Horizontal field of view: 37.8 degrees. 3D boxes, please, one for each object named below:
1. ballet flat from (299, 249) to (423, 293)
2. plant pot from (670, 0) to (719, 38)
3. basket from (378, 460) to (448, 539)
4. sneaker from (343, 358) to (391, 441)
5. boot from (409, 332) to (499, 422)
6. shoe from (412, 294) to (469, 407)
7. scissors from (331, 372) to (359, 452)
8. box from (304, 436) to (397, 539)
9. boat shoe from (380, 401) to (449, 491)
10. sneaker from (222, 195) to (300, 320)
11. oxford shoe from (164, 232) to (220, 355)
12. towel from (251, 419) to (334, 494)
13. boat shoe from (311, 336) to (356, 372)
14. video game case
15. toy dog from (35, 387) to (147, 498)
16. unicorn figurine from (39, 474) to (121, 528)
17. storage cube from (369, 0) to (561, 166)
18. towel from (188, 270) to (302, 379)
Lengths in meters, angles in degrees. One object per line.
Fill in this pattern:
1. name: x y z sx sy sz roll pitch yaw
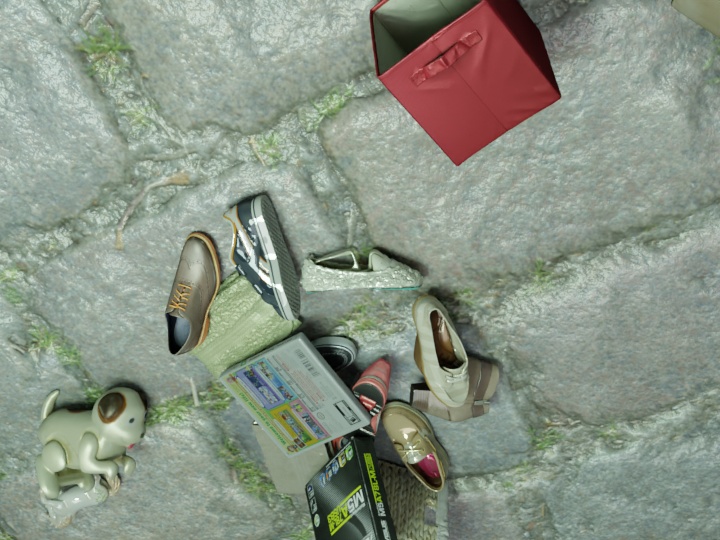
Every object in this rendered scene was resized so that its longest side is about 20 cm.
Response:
1. ballet flat: 0.000 0.000 1.651 0.197 0.072 0.073 -2 126 4
2. plant pot: 0.490 -0.361 1.306 0.171 0.201 0.202 21 126 7
3. basket: 0.055 0.487 1.913 0.159 0.199 0.201 21 125 -9
4. sneaker: 0.016 0.226 1.801 0.073 0.087 0.201 27 139 4
5. boot: 0.162 0.164 1.764 0.144 0.071 0.202 2 119 -10
6. shoe: 0.132 0.136 1.680 0.069 0.053 0.202 -26 111 -17
7. scissors: -0.038 0.257 1.864 0.072 0.014 0.202 4 127 2
8. box: -0.020 0.416 1.797 0.047 0.195 0.200 8 142 -29
9. boat shoe: 0.100 0.315 1.865 0.073 0.070 0.201 -27 120 21
10. sneaker: -0.153 -0.013 1.631 0.078 0.079 0.203 -13 104 16
11. oxford shoe: -0.270 0.041 1.666 0.070 0.073 0.203 13 110 15
12. towel: -0.114 0.333 1.904 0.131 0.035 0.202 -2 128 16
13. boat shoe: -0.100 0.171 1.773 0.197 0.068 0.072 -16 124 14
14. video game case: -0.108 0.211 1.746 0.181 0.022 0.201 -27 114 27
15. toy dog: -0.457 0.281 1.839 0.198 0.196 0.139 -29 157 18
16. unicorn figurine: -0.542 0.421 1.970 0.197 0.074 0.139 -12 124 12
17. storage cube: 0.133 -0.284 1.363 0.170 0.201 0.180 -32 125 23
18. towel: -0.211 0.095 1.745 0.199 0.037 0.148 -36 115 25
